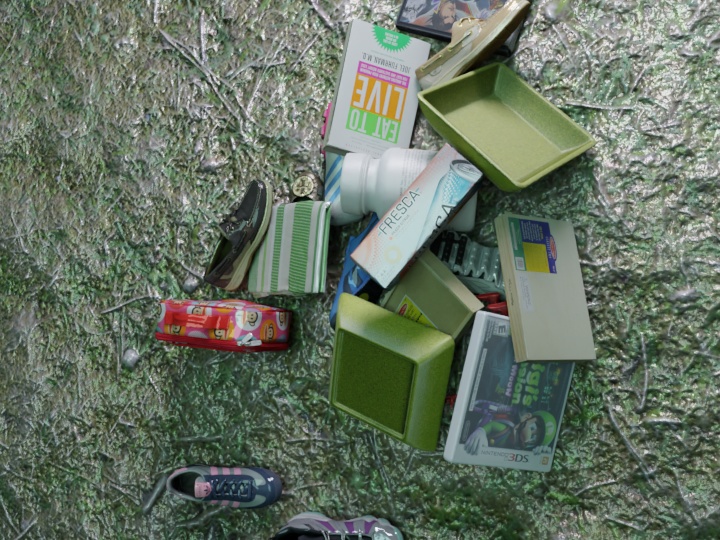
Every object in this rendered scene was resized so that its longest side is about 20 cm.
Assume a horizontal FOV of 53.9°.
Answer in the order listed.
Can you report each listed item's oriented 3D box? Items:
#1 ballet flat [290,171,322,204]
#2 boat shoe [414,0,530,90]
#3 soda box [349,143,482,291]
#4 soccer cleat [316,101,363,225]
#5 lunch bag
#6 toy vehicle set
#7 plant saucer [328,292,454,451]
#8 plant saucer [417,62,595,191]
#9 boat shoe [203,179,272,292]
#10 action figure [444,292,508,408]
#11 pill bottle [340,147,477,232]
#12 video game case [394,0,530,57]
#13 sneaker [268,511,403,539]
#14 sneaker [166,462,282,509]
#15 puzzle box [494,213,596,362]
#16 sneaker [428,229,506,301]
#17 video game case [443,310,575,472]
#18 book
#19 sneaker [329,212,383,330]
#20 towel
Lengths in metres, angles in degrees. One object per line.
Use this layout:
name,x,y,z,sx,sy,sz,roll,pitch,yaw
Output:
ballet flat,-0.093,-0.065,1.169,0.067,0.046,0.203,1,86,24
boat shoe,0.159,-0.339,1.050,0.200,0.074,0.069,-40,85,26
soda box,0.076,-0.068,0.953,0.068,0.064,0.200,41,93,10
soccer cleat,-0.024,-0.172,1.148,0.085,0.070,0.203,2,85,2
lunch bag,-0.225,0.086,1.141,0.197,0.176,0.083,4,86,23
toy vehicle set,0.086,0.075,1.038,0.124,0.026,0.201,48,135,20
plant saucer,0.029,0.159,1.048,0.198,0.048,0.202,21,118,28
plant saucer,0.201,-0.197,1.001,0.200,0.199,0.048,46,142,19
boat shoe,-0.207,-0.060,1.188,0.072,0.065,0.203,40,112,49
action figure,0.162,0.140,1.003,0.098,0.065,0.203,-9,108,-8
pill bottle,0.074,-0.122,1.048,0.197,0.114,0.116,5,87,9
video game case,0.172,-0.445,1.105,0.198,0.025,0.183,22,94,23
sneaker,-0.044,0.415,1.056,0.197,0.140,0.079,-6,83,22
sneaker,-0.229,0.361,1.169,0.197,0.082,0.071,-4,83,22
puzzle box,0.253,0.025,0.968,0.025,0.132,0.203,-28,62,55
sneaker,0.189,0.006,1.039,0.198,0.081,0.076,22,62,5
video game case,0.211,0.169,0.966,0.023,0.180,0.203,13,90,61
book,0.026,-0.272,1.107,0.132,0.048,0.203,12,86,-14
sneaker,0.000,0.000,1.121,0.078,0.066,0.202,36,99,34
towel,-0.117,-0.033,1.146,0.199,0.023,0.155,-3,80,50
